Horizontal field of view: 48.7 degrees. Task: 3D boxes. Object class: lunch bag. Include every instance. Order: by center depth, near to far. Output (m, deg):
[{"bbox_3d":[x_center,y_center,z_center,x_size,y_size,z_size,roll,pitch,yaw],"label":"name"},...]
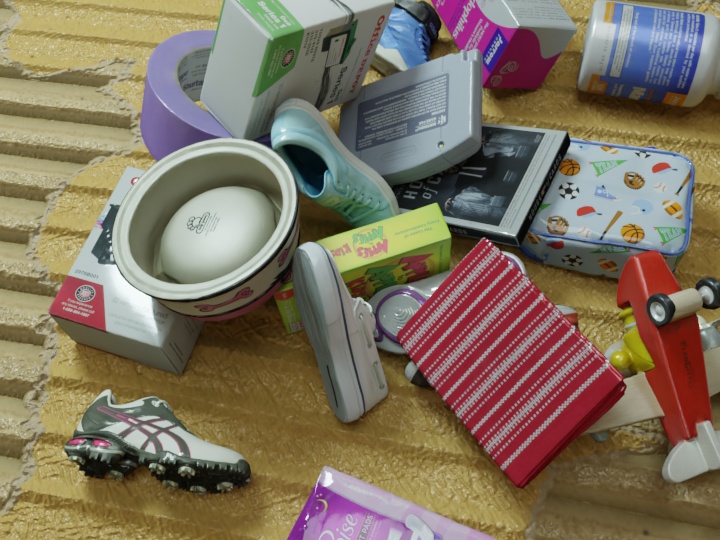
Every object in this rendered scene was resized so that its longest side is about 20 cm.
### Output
[{"bbox_3d":[0.285,-0.076,0.915,0.196,0.076,0.163,11,61,11],"label":"lunch bag"}]

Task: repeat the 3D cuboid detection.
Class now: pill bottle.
[{"bbox_3d":[0.377,-0.265,0.987,0.196,0.113,0.114,12,63,11],"label":"pill bottle"}]

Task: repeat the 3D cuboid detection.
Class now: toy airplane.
[{"bbox_3d":[0.300,0.108,0.794,0.198,0.141,0.202,33,79,-17],"label":"toy airplane"}]

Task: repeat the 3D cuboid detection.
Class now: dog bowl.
[{"bbox_3d":[-0.150,-0.037,0.820,0.196,0.074,0.203,-7,56,10],"label":"dog bowl"}]

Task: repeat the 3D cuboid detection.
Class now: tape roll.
[{"bbox_3d":[-0.163,-0.195,0.965,0.196,0.086,0.203,13,48,-14],"label":"tape roll"}]

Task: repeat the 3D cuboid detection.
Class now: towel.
[{"bbox_3d":[0.139,0.086,0.766,0.145,0.022,0.201,-48,61,13],"label":"towel"}]

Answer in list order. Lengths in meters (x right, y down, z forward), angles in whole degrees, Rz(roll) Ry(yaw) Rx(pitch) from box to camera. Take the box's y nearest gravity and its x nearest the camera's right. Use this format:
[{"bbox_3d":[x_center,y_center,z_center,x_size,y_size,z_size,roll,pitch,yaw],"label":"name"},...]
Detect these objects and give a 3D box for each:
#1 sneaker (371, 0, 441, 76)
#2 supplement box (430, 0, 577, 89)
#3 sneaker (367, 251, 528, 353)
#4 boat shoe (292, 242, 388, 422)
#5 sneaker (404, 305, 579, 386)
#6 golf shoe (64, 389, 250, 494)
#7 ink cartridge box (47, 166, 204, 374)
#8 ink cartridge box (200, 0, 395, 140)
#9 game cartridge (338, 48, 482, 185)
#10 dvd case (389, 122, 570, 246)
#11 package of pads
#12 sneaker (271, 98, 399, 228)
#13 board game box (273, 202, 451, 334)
[{"bbox_3d":[0.076,-0.292,1.044,0.111,0.077,0.200,-39,59,-5],"label":"sneaker"},{"bbox_3d":[0.176,-0.343,1.034,0.102,0.102,0.202,-7,57,-30],"label":"supplement box"},{"bbox_3d":[0.094,0.041,0.874,0.197,0.099,0.076,-19,80,18],"label":"sneaker"},{"bbox_3d":[-0.018,0.056,0.819,0.066,0.204,0.073,-24,30,-25],"label":"boat shoe"},{"bbox_3d":[0.146,0.099,0.834,0.196,0.077,0.083,-16,70,-2],"label":"sneaker"},{"bbox_3d":[-0.203,0.174,0.821,0.196,0.078,0.089,8,55,8],"label":"golf shoe"},{"bbox_3d":[-0.238,-0.004,0.912,0.143,0.083,0.203,14,64,12],"label":"ink cartridge box"},{"bbox_3d":[-0.069,-0.248,0.892,0.084,0.147,0.199,45,49,16],"label":"ink cartridge box"},{"bbox_3d":[0.056,-0.173,0.947,0.197,0.041,0.136,-10,64,37],"label":"game cartridge"},{"bbox_3d":[0.126,-0.110,0.930,0.197,0.025,0.152,14,64,36],"label":"dvd case"},{"bbox_3d":[0.028,0.277,0.744,0.197,0.076,0.122,19,62,14],"label":"package of pads"},{"bbox_3d":[-0.032,-0.090,0.878,0.073,0.200,0.083,-28,32,34],"label":"sneaker"},{"bbox_3d":[0.000,0.000,0.880,0.196,0.102,0.048,-17,60,-5],"label":"board game box"}]
